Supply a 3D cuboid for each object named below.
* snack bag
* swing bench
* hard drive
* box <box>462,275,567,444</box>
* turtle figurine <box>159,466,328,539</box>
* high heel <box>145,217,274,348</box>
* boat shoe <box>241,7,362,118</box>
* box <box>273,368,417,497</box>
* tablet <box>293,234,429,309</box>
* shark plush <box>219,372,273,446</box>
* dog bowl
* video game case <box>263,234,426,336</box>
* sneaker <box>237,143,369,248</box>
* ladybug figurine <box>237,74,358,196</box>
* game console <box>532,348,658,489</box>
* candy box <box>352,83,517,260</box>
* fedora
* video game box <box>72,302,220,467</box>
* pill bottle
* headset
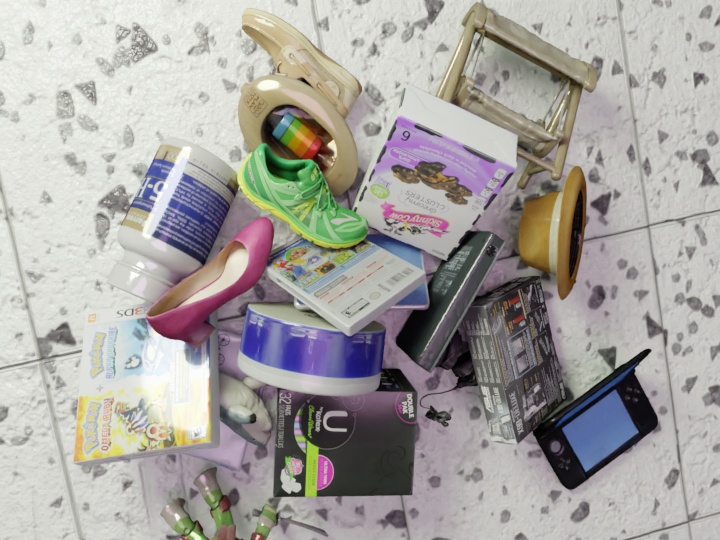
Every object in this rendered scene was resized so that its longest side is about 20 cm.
[{"bbox_3d":[-0.240,0.183,0.813,0.183,0.021,0.206,18,91,-9],"label":"snack bag"},{"bbox_3d":[0.217,-0.258,0.793,0.194,0.130,0.205,23,90,-7],"label":"swing bench"},{"bbox_3d":[0.124,0.038,0.791,0.032,0.139,0.203,31,89,-9],"label":"hard drive"},{"bbox_3d":[0.233,0.128,0.817,0.155,0.049,0.206,-20,98,-41],"label":"box"},{"bbox_3d":[-0.190,0.400,0.806,0.195,0.198,0.145,48,117,15],"label":"turtle figurine"},{"bbox_3d":[-0.189,0.001,0.701,0.067,0.096,0.202,33,81,30],"label":"high heel"},{"bbox_3d":[-0.091,-0.292,0.780,0.197,0.071,0.066,33,88,-9],"label":"boat shoe"},{"bbox_3d":[-0.025,0.228,0.791,0.193,0.124,0.154,3,94,-8],"label":"box"},{"bbox_3d":[0.000,0.000,0.802,0.193,0.014,0.133,1,56,-8],"label":"tablet"},{"bbox_3d":[-0.216,0.194,0.776,0.194,0.092,0.085,14,121,-14],"label":"shark plush"},{"bbox_3d":[-0.064,0.100,0.741,0.193,0.200,0.082,10,92,-8],"label":"dog bowl"},{"bbox_3d":[-0.030,0.000,0.732,0.142,0.198,0.018,-32,134,-31],"label":"video game case"},{"bbox_3d":[-0.070,-0.098,0.739,0.196,0.075,0.084,28,125,-14],"label":"sneaker"},{"bbox_3d":[-0.085,-0.193,0.773,0.199,0.073,0.135,42,115,-16],"label":"ladybug figurine"},{"bbox_3d":[0.380,0.237,0.849,0.197,0.116,0.179,-32,96,-4],"label":"game console"},{"bbox_3d":[0.094,-0.124,0.751,0.163,0.201,0.073,21,51,-7],"label":"candy box"},{"bbox_3d":[0.283,-0.057,0.812,0.080,0.199,0.208,8,93,28],"label":"fedora"},{"bbox_3d":[-0.282,0.142,0.734,0.176,0.047,0.206,-9,66,1],"label":"video game box"},{"bbox_3d":[-0.251,-0.058,0.730,0.117,0.120,0.205,23,78,-8],"label":"pill bottle"},{"bbox_3d":[0.152,0.133,0.824,0.122,0.094,0.203,32,78,-8],"label":"headset"}]
